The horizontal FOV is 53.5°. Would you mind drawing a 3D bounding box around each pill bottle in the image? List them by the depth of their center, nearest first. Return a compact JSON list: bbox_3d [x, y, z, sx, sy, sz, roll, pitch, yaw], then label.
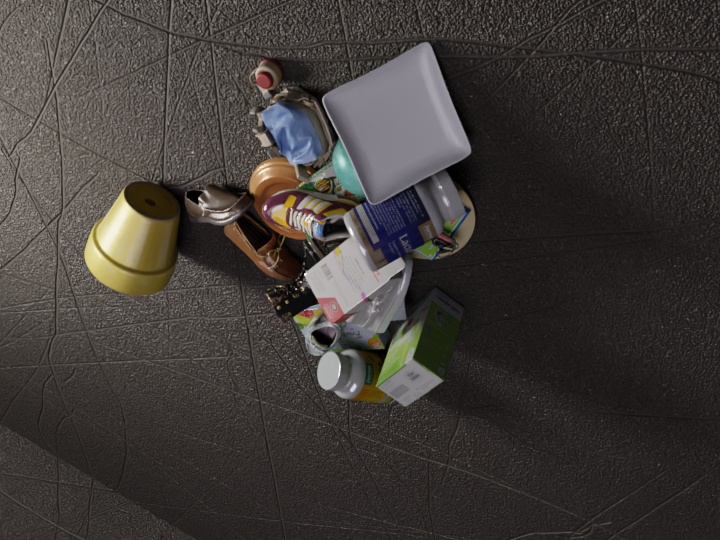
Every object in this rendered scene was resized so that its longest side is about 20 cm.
[{"bbox_3d":[0.078,-0.094,1.257,0.197,0.116,0.117,-29,122,4],"label":"pill bottle"},{"bbox_3d":[0.000,0.242,1.647,0.197,0.116,0.112,17,149,-41],"label":"pill bottle"}]

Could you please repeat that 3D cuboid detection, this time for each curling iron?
[{"bbox_3d":[0.097,-0.085,1.342,0.197,0.026,0.050,31,128,-6],"label":"curling iron"}]

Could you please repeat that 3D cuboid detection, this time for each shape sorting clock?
[{"bbox_3d":[0.122,-0.104,1.363,0.195,0.040,0.203,10,130,12],"label":"shape sorting clock"}]

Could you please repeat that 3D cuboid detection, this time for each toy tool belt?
[{"bbox_3d":[-0.133,-0.262,1.269,0.123,0.124,0.201,-17,122,37],"label":"toy tool belt"}]

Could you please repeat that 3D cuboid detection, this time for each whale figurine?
[{"bbox_3d":[0.032,-0.213,1.248,0.158,0.105,0.200,36,125,-16],"label":"whale figurine"}]

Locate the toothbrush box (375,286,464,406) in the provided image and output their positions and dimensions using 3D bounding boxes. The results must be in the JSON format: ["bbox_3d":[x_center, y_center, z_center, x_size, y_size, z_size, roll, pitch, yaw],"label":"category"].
[{"bbox_3d":[0.126,0.160,1.500,0.085,0.202,0.146,35,138,-10],"label":"toothbrush box"}]

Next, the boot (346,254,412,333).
[{"bbox_3d":[0.032,0.043,1.444,0.093,0.074,0.203,13,125,-14],"label":"boot"}]

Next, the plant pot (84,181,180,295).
[{"bbox_3d":[-0.487,-0.083,1.581,0.198,0.202,0.191,29,122,-5],"label":"plant pot"}]

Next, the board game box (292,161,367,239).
[{"bbox_3d":[-0.055,-0.148,1.382,0.198,0.024,0.105,-30,118,25],"label":"board game box"}]

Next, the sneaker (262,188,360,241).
[{"bbox_3d":[-0.094,-0.101,1.350,0.194,0.091,0.076,1,125,4],"label":"sneaker"}]

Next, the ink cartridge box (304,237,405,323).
[{"bbox_3d":[0.000,0.000,1.392,0.199,0.067,0.118,-36,76,23],"label":"ink cartridge box"}]

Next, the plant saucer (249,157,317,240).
[{"bbox_3d":[-0.141,-0.137,1.461,0.195,0.038,0.203,14,136,14],"label":"plant saucer"}]

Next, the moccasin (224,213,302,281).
[{"bbox_3d":[-0.203,-0.053,1.553,0.201,0.074,0.078,45,143,-6],"label":"moccasin"}]

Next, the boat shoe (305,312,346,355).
[{"bbox_3d":[-0.082,0.143,1.602,0.074,0.065,0.202,34,142,-7],"label":"boat shoe"}]

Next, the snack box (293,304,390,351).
[{"bbox_3d":[-0.047,0.121,1.655,0.196,0.054,0.144,-8,129,31],"label":"snack box"}]

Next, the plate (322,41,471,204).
[{"bbox_3d":[0.062,-0.242,1.187,0.196,0.032,0.203,-27,110,1],"label":"plate"}]

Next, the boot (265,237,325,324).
[{"bbox_3d":[-0.130,0.026,1.518,0.074,0.148,0.201,56,170,31],"label":"boot"}]

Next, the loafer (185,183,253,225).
[{"bbox_3d":[-0.306,-0.141,1.496,0.196,0.073,0.072,-1,128,38],"label":"loafer"}]

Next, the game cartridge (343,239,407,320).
[{"bbox_3d":[0.025,0.025,1.500,0.130,0.042,0.204,-8,123,4],"label":"game cartridge"}]
